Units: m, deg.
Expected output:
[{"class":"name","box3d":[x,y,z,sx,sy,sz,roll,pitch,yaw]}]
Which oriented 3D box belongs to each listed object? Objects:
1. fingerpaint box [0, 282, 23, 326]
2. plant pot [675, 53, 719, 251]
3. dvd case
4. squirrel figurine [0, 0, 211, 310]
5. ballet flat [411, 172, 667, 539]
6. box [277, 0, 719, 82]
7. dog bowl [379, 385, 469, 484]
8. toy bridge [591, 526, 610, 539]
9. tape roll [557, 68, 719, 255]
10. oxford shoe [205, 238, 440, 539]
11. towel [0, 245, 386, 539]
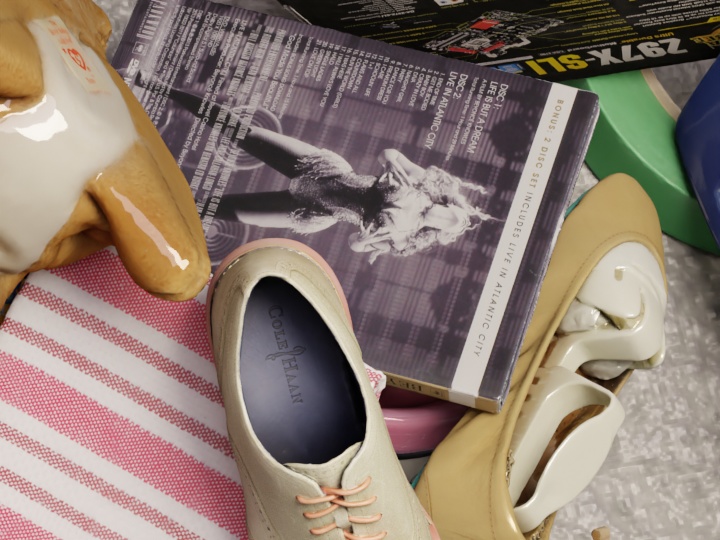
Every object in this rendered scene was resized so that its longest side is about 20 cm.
[{"class":"fingerpaint box","box3d":[-0.204,-0.025,1.246,0.166,0.073,0.200,5,73,-9]},{"class":"plant pot","box3d":[0.261,-0.027,1.221,0.200,0.200,0.180,-4,69,-14]},{"class":"dvd case","box3d":[-0.018,-0.032,1.214,0.200,0.016,0.149,14,61,11]},{"class":"squirrel figurine","box3d":[-0.180,-0.034,1.148,0.187,0.142,0.200,-36,35,15]},{"class":"ballet flat","box3d":[0.089,0.043,1.207,0.069,0.063,0.200,53,55,-35]},{"class":"box","box3d":[0.076,-0.128,1.248,0.200,0.160,0.049,-8,72,24]},{"class":"dog bowl","box3d":[0.000,0.000,1.271,0.200,0.074,0.201,6,67,-13]},{"class":"toy bridge","box3d":[0.109,0.200,1.185,0.067,0.027,0.200,-9,92,-41]},{"class":"tape roll","box3d":[0.185,-0.105,1.369,0.200,0.048,0.201,4,71,-10]},{"class":"oxford shoe","box3d":[-0.013,0.088,1.103,0.071,0.074,0.200,-22,94,0]},{"class":"towel","box3d":[-0.097,0.091,1.172,0.146,0.030,0.200,30,93,11]}]
